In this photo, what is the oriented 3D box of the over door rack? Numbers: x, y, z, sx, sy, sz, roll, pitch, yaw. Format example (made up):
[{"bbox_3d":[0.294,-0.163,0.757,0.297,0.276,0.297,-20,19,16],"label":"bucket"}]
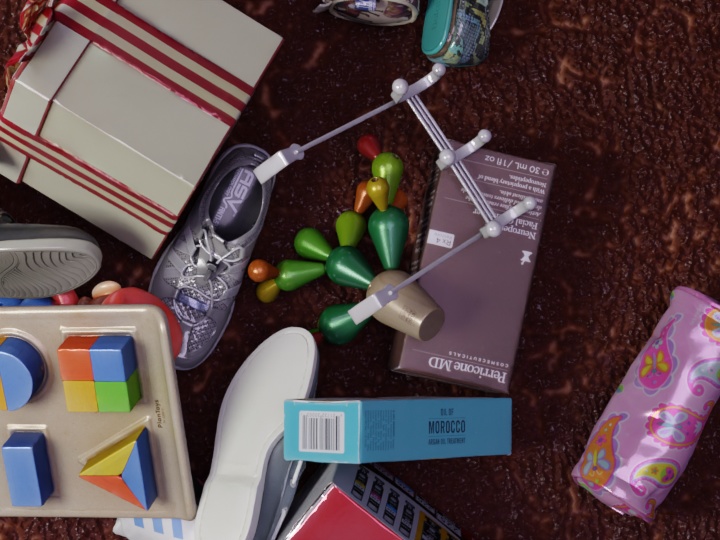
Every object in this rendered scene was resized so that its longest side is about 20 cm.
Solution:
[{"bbox_3d":[0.038,-0.068,1.467,0.200,0.067,0.148,-32,87,-35],"label":"over door rack"}]

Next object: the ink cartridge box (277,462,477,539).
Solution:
[{"bbox_3d":[0.034,0.247,1.490,0.200,0.176,0.084,38,102,-4],"label":"ink cartridge box"}]

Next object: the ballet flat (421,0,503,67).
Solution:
[{"bbox_3d":[0.096,-0.272,1.599,0.074,0.074,0.201,9,87,-6],"label":"ballet flat"}]

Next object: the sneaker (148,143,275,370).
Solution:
[{"bbox_3d":[-0.128,-0.015,1.538,0.074,0.082,0.201,19,87,-5],"label":"sneaker"}]

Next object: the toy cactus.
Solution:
[{"bbox_3d":[0.000,0.000,1.528,0.165,0.102,0.201,34,93,36],"label":"toy cactus"}]

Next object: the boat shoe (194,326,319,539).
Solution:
[{"bbox_3d":[-0.076,0.145,1.497,0.073,0.062,0.201,8,70,30],"label":"boat shoe"}]

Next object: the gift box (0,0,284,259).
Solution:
[{"bbox_3d":[-0.196,-0.134,1.466,0.186,0.185,0.200,32,58,-5],"label":"gift box"}]

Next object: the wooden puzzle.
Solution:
[{"bbox_3d":[-0.234,0.118,1.461,0.199,0.046,0.186,1,113,17],"label":"wooden puzzle"}]

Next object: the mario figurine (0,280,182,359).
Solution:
[{"bbox_3d":[-0.240,0.056,1.523,0.199,0.106,0.124,2,121,14],"label":"mario figurine"}]

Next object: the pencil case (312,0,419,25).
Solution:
[{"bbox_3d":[0.009,-0.312,1.576,0.089,0.078,0.201,3,86,-26],"label":"pencil case"}]

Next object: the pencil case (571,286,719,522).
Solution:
[{"bbox_3d":[0.260,0.113,1.580,0.087,0.087,0.201,30,83,-4],"label":"pencil case"}]

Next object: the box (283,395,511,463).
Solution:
[{"bbox_3d":[0.033,0.127,1.495,0.199,0.082,0.049,4,85,-49],"label":"box"}]

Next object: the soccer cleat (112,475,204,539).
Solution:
[{"bbox_3d":[-0.151,0.211,1.539,0.086,0.070,0.200,-41,94,14],"label":"soccer cleat"}]

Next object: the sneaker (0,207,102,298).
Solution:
[{"bbox_3d":[-0.297,-0.038,1.486,0.199,0.075,0.107,-4,57,16],"label":"sneaker"}]

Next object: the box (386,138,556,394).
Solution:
[{"bbox_3d":[0.093,-0.002,1.572,0.100,0.075,0.201,12,87,-6],"label":"box"}]
